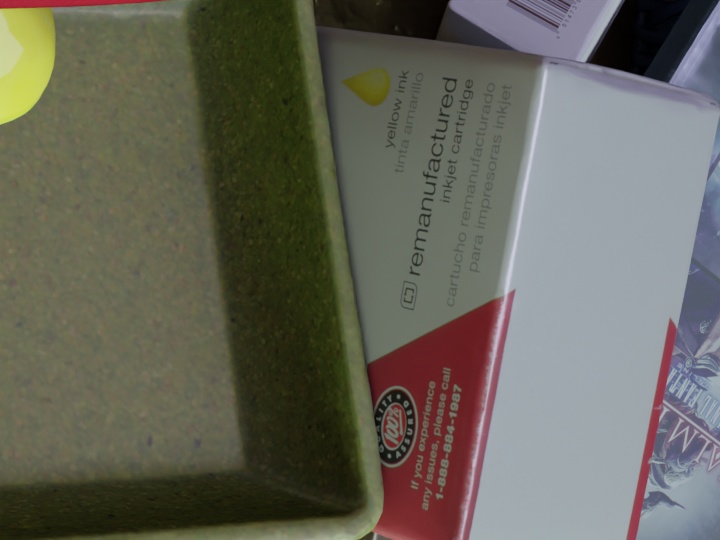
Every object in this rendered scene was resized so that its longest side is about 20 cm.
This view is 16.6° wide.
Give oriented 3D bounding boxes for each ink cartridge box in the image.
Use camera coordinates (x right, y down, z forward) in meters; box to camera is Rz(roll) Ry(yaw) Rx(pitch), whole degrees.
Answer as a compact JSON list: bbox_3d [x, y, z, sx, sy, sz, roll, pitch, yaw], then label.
[{"bbox_3d":[0.000,0.000,0.772,0.083,0.199,0.147,7,94,-43],"label":"ink cartridge box"}]

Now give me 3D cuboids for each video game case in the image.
[{"bbox_3d":[0.121,0.014,0.857,0.143,0.019,0.201,35,83,-30],"label":"video game case"}]

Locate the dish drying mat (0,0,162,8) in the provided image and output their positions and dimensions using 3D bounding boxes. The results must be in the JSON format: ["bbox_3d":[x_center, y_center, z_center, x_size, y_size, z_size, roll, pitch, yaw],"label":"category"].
[{"bbox_3d":[-0.121,-0.102,0.617,0.198,0.018,0.078,-5,104,-26],"label":"dish drying mat"}]

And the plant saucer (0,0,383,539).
[{"bbox_3d":[-0.104,-0.012,0.699,0.198,0.048,0.202,-2,73,-23],"label":"plant saucer"}]

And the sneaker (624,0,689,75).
[{"bbox_3d":[0.132,-0.102,0.983,0.201,0.075,0.085,-55,128,-31],"label":"sneaker"}]

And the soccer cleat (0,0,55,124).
[{"bbox_3d":[-0.130,-0.135,0.649,0.064,0.084,0.202,-21,91,-30],"label":"soccer cleat"}]

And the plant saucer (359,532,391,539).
[{"bbox_3d":[0.034,0.081,0.909,0.200,0.032,0.202,-45,142,-52],"label":"plant saucer"}]

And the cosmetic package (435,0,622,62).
[{"bbox_3d":[0.086,-0.130,0.879,0.201,0.051,0.151,-59,174,-19],"label":"cosmetic package"}]
